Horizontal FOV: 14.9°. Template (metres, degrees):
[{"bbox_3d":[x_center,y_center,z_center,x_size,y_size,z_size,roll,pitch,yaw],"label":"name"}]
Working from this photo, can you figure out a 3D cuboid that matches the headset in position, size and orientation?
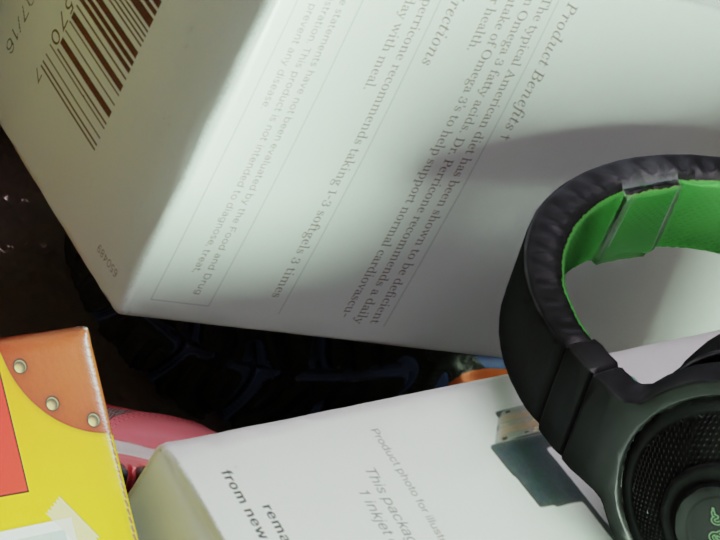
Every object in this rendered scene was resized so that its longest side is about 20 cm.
[{"bbox_3d":[0.111,0.053,0.622,0.123,0.094,0.200,-11,43,-34],"label":"headset"}]

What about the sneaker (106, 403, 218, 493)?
[{"bbox_3d":[-0.119,0.038,0.692,0.200,0.074,0.087,4,48,-29],"label":"sneaker"}]

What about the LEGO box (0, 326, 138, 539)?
[{"bbox_3d":[-0.111,0.125,0.562,0.149,0.077,0.200,-8,78,-35],"label":"LEGO box"}]

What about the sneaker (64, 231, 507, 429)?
[{"bbox_3d":[0.000,0.000,0.813,0.200,0.075,0.079,10,37,-35],"label":"sneaker"}]

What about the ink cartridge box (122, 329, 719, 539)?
[{"bbox_3d":[0.025,0.097,0.672,0.200,0.146,0.084,-10,57,-38],"label":"ink cartridge box"}]

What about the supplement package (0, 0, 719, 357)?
[{"bbox_3d":[0.021,-0.057,0.725,0.200,0.117,0.117,8,31,-36],"label":"supplement package"}]
